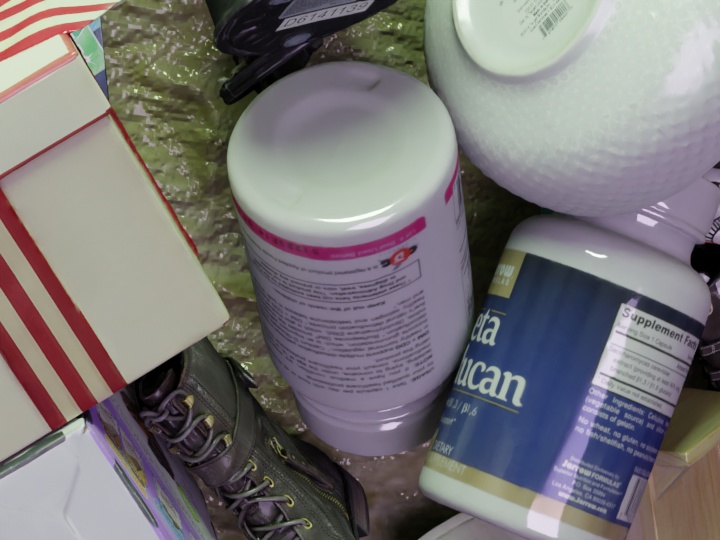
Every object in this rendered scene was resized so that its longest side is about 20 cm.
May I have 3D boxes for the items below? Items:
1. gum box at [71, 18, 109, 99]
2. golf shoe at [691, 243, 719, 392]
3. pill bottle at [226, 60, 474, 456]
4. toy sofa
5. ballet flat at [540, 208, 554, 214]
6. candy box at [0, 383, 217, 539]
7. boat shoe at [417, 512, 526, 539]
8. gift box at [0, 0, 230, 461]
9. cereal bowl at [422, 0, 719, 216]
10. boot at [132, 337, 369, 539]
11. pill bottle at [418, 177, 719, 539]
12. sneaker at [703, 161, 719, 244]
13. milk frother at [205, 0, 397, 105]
[{"bbox_3d":[-0.227,-0.113,1.178,0.198,0.045,0.171,-10,113,-13],"label":"gum box"},{"bbox_3d":[0.210,0.037,1.362,0.094,0.078,0.202,11,96,-11],"label":"golf shoe"},{"bbox_3d":[0.000,0.000,1.220,0.113,0.114,0.201,-21,141,-9],"label":"pill bottle"},{"bbox_3d":[0.172,0.166,1.323,0.083,0.097,0.201,-29,115,-45],"label":"toy sofa"},{"bbox_3d":[0.123,0.033,1.338,0.075,0.068,0.201,-2,111,-44],"label":"ballet flat"},{"bbox_3d":[-0.134,0.112,1.202,0.071,0.200,0.168,-30,115,1],"label":"candy box"},{"bbox_3d":[0.107,0.154,1.373,0.201,0.072,0.060,-24,152,-21],"label":"boat shoe"},{"bbox_3d":[-0.176,-0.050,1.100,0.199,0.185,0.187,-35,126,-6],"label":"gift box"},{"bbox_3d":[0.105,-0.131,1.156,0.083,0.200,0.201,17,105,-47],"label":"cereal bowl"},{"bbox_3d":[-0.059,0.119,1.243,0.069,0.200,0.174,-33,124,12],"label":"boot"},{"bbox_3d":[0.113,0.039,1.222,0.111,0.111,0.201,22,86,-23],"label":"pill bottle"},{"bbox_3d":[0.162,-0.084,1.278,0.200,0.067,0.108,28,109,-2],"label":"sneaker"},{"bbox_3d":[-0.054,-0.196,1.163,0.180,0.200,0.189,-12,75,-47],"label":"milk frother"}]
